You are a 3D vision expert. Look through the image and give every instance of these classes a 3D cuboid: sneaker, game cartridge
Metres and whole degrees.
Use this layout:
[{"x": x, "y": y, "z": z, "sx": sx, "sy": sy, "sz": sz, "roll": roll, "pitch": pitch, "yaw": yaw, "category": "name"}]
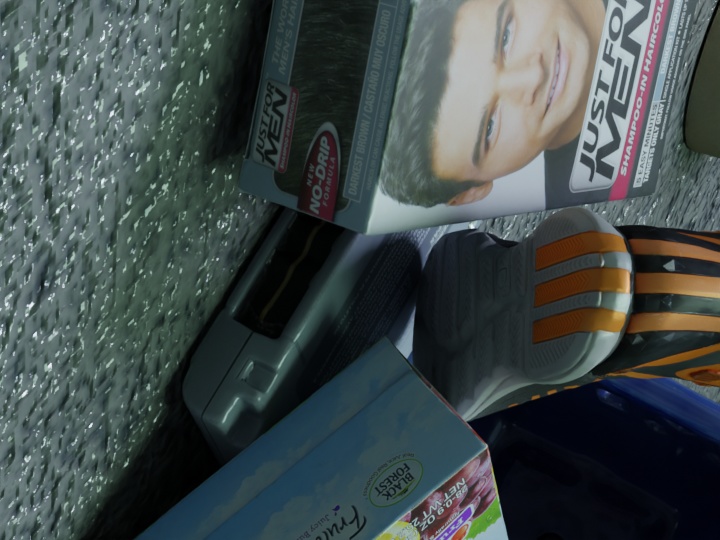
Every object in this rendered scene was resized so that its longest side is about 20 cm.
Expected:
[{"x": 0.095, "y": 0.024, "z": 0.796, "sx": 0.200, "sy": 0.111, "sz": 0.078, "roll": 172, "pitch": -77, "yaw": -71, "category": "sneaker"}, {"x": 0.000, "y": 0.000, "z": 0.849, "sx": 0.201, "sy": 0.040, "sz": 0.134, "roll": -58, "pitch": 156, "yaw": -19, "category": "game cartridge"}]

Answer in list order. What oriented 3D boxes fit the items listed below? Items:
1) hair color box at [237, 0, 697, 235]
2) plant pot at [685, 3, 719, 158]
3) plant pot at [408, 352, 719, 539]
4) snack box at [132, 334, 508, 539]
[{"x": 0.047, "y": -0.075, "z": 0.765, "sx": 0.199, "sy": 0.060, "sz": 0.100, "roll": -9, "pitch": 114, "yaw": -53, "category": "hair color box"}, {"x": 0.336, "y": -0.125, "z": 1.335, "sx": 0.188, "sy": 0.199, "sz": 0.188, "roll": -53, "pitch": 158, "yaw": -32, "category": "plant pot"}, {"x": 0.091, "y": 0.140, "z": 1.029, "sx": 0.201, "sy": 0.199, "sz": 0.180, "roll": -63, "pitch": 168, "yaw": -3, "category": "plant pot"}, {"x": -0.022, "y": 0.136, "z": 0.832, "sx": 0.168, "sy": 0.068, "sz": 0.200, "roll": -39, "pitch": 156, "yaw": -10, "category": "snack box"}]
